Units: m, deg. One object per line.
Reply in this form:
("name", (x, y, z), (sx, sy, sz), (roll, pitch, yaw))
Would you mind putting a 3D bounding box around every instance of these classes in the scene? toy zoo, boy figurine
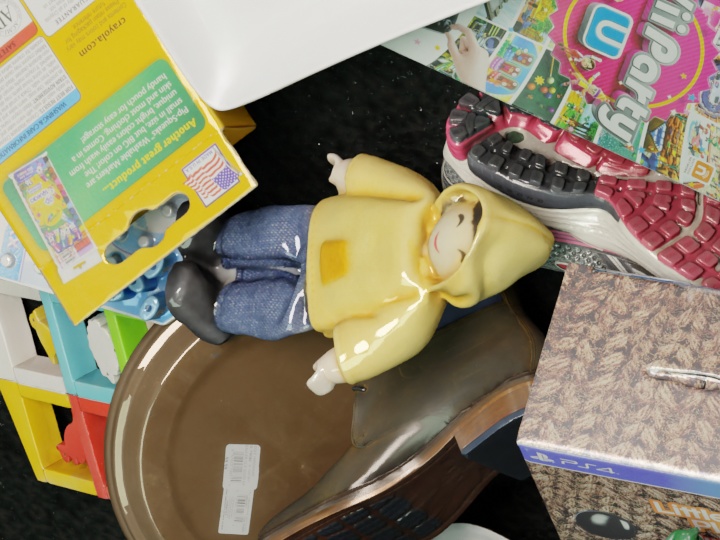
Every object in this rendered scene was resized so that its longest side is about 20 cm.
("toy zoo", (-0.153, 0.066, 1.520), (0.199, 0.020, 0.132), (8, 118, 49))
("boy figurine", (0.000, 0.000, 1.333), (0.199, 0.125, 0.064), (-3, 158, 35))

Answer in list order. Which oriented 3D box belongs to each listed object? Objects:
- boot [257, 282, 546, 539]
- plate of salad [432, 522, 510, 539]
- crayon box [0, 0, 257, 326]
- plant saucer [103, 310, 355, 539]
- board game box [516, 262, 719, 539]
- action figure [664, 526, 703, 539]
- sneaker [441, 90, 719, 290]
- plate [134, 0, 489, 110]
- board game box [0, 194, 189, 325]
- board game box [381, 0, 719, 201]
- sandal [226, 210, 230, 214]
("boot", (0.021, 0.083, 1.412), (0.199, 0.097, 0.075), (-30, 144, 21))
("plate of salad", (0.108, 0.217, 1.475), (0.200, 0.048, 0.201), (42, 153, 28))
("crayon box", (-0.143, -0.091, 1.361), (0.125, 0.052, 0.201), (-36, 82, 18))
("plant saucer", (-0.037, 0.095, 1.442), (0.198, 0.029, 0.202), (-4, 105, -13))
("board game box", (0.179, 0.095, 1.316), (0.158, 0.097, 0.200), (9, 155, 21))
("action figure", (0.181, 0.178, 1.312), (0.117, 0.055, 0.200), (7, 150, 32))
("sneaker", (0.133, -0.023, 1.337), (0.199, 0.081, 0.075), (28, 143, 17))
("plate", (-0.042, -0.187, 1.236), (0.199, 0.032, 0.200), (-20, 115, 32))
("board game box", (-0.169, -0.091, 1.411), (0.199, 0.026, 0.202), (15, 100, 17))
("board game box", (0.120, -0.139, 1.271), (0.199, 0.064, 0.148), (25, 128, 8))
("sandal", (-0.073, 0.006, 1.475), (0.075, 0.048, 0.202), (-17, 99, 34))
